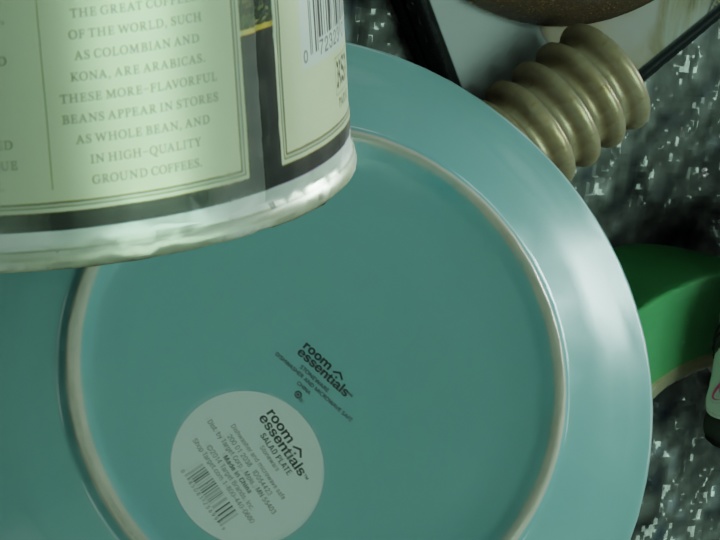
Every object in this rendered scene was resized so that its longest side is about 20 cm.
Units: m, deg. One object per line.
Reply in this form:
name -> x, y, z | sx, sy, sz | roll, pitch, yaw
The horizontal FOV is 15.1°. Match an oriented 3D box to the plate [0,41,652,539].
plate -> -0.013, 0.029, 0.719 | 0.200, 0.026, 0.200 | 4, 75, -15

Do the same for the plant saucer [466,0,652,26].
plant saucer -> 0.075, -0.169, 0.791 | 0.200, 0.032, 0.200 | -12, 108, -39

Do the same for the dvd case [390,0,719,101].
dvd case -> 0.082, -0.133, 0.838 | 0.200, 0.018, 0.143 | -40, 123, -27

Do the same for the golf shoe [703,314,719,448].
golf shoe -> 0.186, 0.051, 0.882 | 0.200, 0.073, 0.092 | 29, 88, -32

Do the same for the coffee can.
coffee can -> -0.078, -0.115, 0.617 | 0.146, 0.146, 0.200 | -17, 112, -37

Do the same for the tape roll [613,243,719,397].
tape roll -> 0.096, 0.094, 0.890 | 0.200, 0.048, 0.201 | -11, 108, -39

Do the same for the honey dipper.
honey dipper -> 0.000, 0.000, 0.776 | 0.200, 0.038, 0.038 | -39, 124, -18
